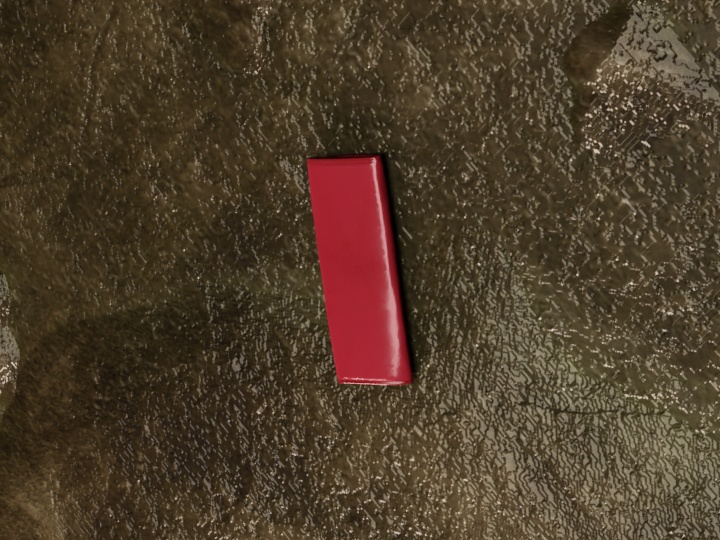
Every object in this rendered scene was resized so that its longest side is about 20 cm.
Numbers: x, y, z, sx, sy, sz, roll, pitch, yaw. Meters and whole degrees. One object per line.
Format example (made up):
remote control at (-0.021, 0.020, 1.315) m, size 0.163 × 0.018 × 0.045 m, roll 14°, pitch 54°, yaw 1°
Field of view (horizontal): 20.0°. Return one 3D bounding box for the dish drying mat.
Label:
dish drying mat at (0.000, 0.000, 1.755) m, size 0.076 × 0.018 × 0.202 m, roll 1°, pitch 105°, yaw 34°
